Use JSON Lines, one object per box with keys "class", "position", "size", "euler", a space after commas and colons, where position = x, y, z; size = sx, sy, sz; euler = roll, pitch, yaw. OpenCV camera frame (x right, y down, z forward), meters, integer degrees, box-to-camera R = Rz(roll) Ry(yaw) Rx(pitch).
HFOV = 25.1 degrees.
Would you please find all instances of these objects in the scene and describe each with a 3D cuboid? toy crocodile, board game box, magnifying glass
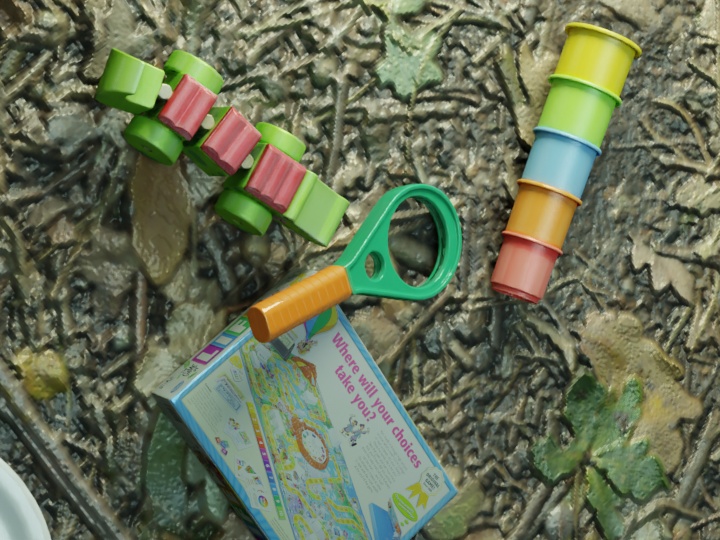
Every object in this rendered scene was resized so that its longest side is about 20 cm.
{"class": "toy crocodile", "position": [-0.086, -0.080, 1.041], "size": [0.200, 0.062, 0.068], "euler": [38, 77, -27]}
{"class": "board game box", "position": [-0.034, 0.119, 1.105], "size": [0.134, 0.034, 0.201], "euler": [-40, 112, -20]}
{"class": "magnifying glass", "position": [0.000, 0.000, 1.090], "size": [0.199, 0.022, 0.080], "euler": [-29, 109, -44]}

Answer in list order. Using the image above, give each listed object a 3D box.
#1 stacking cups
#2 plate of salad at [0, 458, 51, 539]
{"class": "stacking cups", "position": [0.142, -0.077, 1.180], "size": [0.060, 0.060, 0.202], "euler": [21, 89, -29]}
{"class": "plate of salad", "position": [-0.274, 0.188, 0.950], "size": [0.198, 0.048, 0.202], "euler": [4, 80, -24]}
